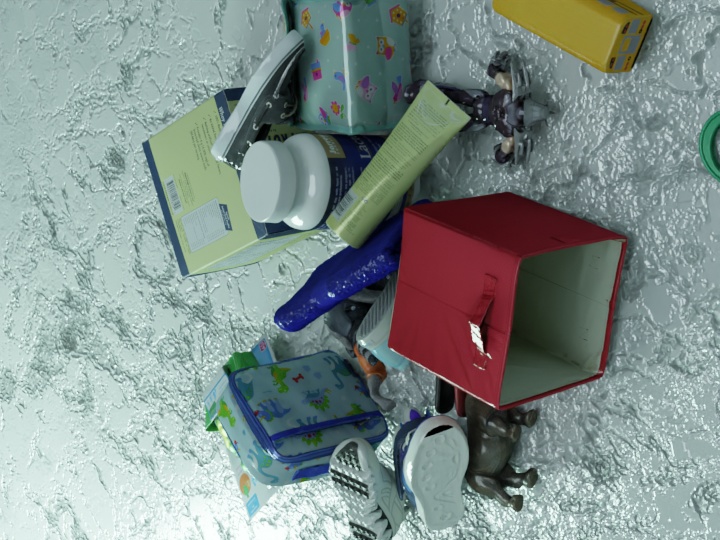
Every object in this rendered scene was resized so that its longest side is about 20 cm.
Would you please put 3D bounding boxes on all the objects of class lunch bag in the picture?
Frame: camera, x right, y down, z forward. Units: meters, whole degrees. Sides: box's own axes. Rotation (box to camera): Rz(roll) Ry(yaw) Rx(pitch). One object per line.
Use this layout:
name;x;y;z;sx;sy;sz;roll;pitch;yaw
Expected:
lunch bag;-0.032;-0.257;1.565;0.200;0.121;0.172;16;114;54
lunch bag;-0.071;0.191;1.647;0.161;0.199;0.083;57;135;30

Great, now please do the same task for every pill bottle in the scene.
pill bottle;-0.037;-0.106;1.533;0.115;0.199;0.117;6;97;54

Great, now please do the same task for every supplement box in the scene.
supplement box;-0.162;-0.119;1.713;0.199;0.134;0.201;-23;83;45

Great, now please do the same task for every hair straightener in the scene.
hair straightener;0.096;0.078;1.568;0.077;0.041;0.202;0;99;45

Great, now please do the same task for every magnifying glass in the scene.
magnifying glass;0.414;-0.097;1.227;0.200;0.022;0.080;34;121;37

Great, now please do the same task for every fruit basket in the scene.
fruit basket;-0.152;0.221;1.795;0.185;0.093;0.201;-50;45;39

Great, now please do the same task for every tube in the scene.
tube;0.040;-0.116;1.454;0.058;0.052;0.200;36;102;-10

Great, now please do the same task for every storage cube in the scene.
storage cube;0.155;0.025;1.391;0.179;0.199;0.172;27;118;45

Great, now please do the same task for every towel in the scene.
towel;0.000;0.000;1.506;0.200;0.148;0.050;-32;101;38

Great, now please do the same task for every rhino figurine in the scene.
rhino figurine;0.160;0.179;1.516;0.087;0.060;0.202;7;103;42

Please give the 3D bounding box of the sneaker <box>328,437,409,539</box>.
sneaker;0.016;0.273;1.623;0.075;0.081;0.201;24;144;34

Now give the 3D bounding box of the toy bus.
toy bus;0.210;-0.278;1.344;0.200;0.078;0.065;38;124;33

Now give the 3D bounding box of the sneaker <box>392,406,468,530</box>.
sneaker;0.073;0.206;1.552;0.147;0.080;0.201;-116;13;-44

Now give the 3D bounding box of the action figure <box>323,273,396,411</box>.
action figure;0.013;0.047;1.593;0.193;0.104;0.201;44;124;45

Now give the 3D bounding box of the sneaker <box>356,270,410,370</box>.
sneaker;0.078;0.031;1.506;0.082;0.200;0.074;44;163;-19

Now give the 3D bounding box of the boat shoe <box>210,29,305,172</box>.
boat shoe;-0.110;-0.195;1.535;0.066;0.070;0.200;36;119;-1

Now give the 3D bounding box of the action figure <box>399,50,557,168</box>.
action figure;0.138;-0.183;1.451;0.199;0.069;0.131;8;98;40
